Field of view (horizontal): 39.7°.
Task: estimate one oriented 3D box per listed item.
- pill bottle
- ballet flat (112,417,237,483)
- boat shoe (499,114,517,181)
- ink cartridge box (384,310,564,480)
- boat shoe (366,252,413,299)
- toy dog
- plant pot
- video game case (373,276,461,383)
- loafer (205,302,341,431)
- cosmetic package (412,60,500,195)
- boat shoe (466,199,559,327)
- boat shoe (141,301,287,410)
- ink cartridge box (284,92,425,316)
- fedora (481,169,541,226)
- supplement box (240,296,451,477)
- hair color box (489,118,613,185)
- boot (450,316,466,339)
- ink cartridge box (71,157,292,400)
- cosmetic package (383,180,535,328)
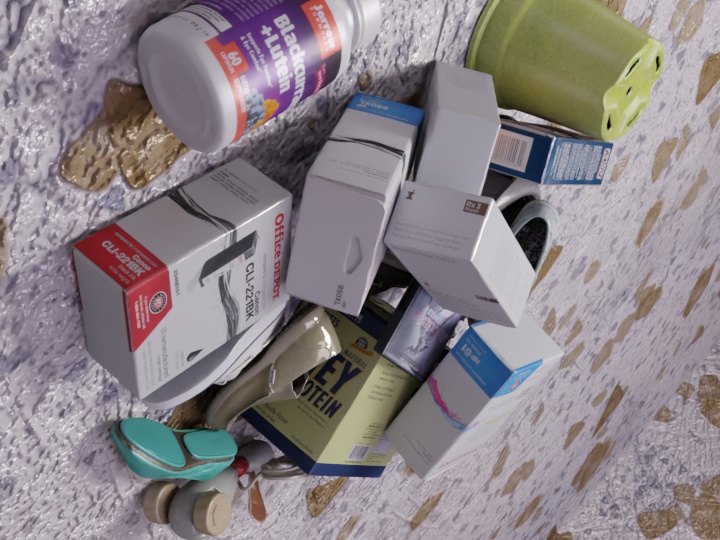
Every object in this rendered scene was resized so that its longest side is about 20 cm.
[{"bbox_3d":[-0.078,-0.192,0.843,0.200,0.111,0.112,-37,147,-31],"label":"pill bottle"},{"bbox_3d":[-0.216,0.209,1.104,0.070,0.068,0.200,-42,153,15],"label":"ballet flat"},{"bbox_3d":[0.204,-0.149,1.376,0.066,0.071,0.201,-56,152,-25],"label":"boat shoe"},{"bbox_3d":[0.141,0.155,1.249,0.144,0.085,0.201,-10,140,-55],"label":"ink cartridge box"},{"bbox_3d":[0.000,0.000,1.202,0.199,0.072,0.060,15,97,-56],"label":"boat shoe"},{"bbox_3d":[-0.167,0.284,1.211,0.199,0.131,0.097,-12,108,-40],"label":"toy dog"},{"bbox_3d":[0.261,-0.255,1.224,0.200,0.184,0.201,-38,147,-31],"label":"plant pot"},{"bbox_3d":[0.095,0.026,1.176,0.201,0.019,0.143,-61,150,-6],"label":"video game case"},{"bbox_3d":[-0.099,0.123,1.131,0.200,0.068,0.076,-44,-178,21],"label":"loafer"},{"bbox_3d":[0.103,-0.152,1.096,0.200,0.071,0.102,-80,-176,-64],"label":"cosmetic package"},{"bbox_3d":[0.186,0.004,1.260,0.202,0.070,0.072,-65,172,22],"label":"boat shoe"},{"bbox_3d":[-0.154,0.089,1.071,0.200,0.072,0.066,-47,147,-34],"label":"boat shoe"},{"bbox_3d":[-0.003,-0.073,1.028,0.200,0.084,0.146,-66,171,-55],"label":"ink cartridge box"},{"bbox_3d":[0.146,-0.059,1.312,0.200,0.090,0.177,-47,157,-6],"label":"fedora"},{"bbox_3d":[-0.012,0.141,1.268,0.201,0.134,0.200,-58,151,5],"label":"supplement box"},{"bbox_3d":[0.229,-0.147,1.239,0.199,0.099,0.061,-6,114,-57],"label":"hair color box"},{"bbox_3d":[0.124,0.040,1.459,0.201,0.066,0.165,-54,150,5],"label":"boot"},{"bbox_3d":[-0.161,0.004,0.948,0.200,0.083,0.145,-35,146,-35],"label":"ink cartridge box"},{"bbox_3d":[0.108,-0.013,1.039,0.200,0.101,0.075,42,65,-59],"label":"cosmetic package"}]
